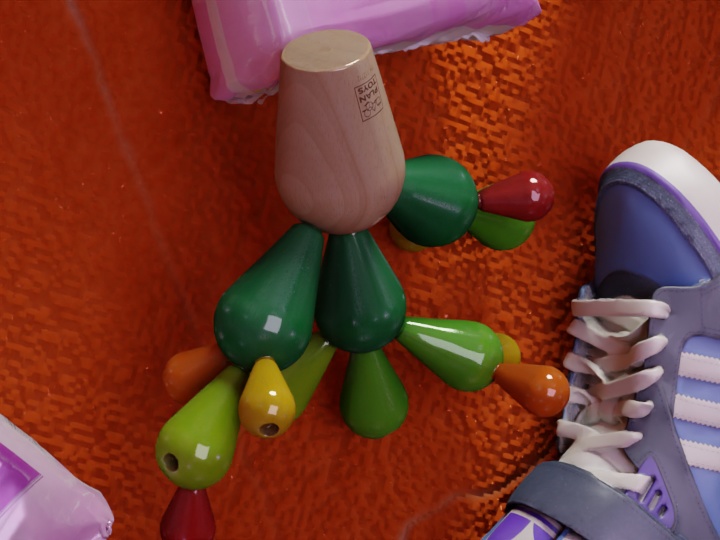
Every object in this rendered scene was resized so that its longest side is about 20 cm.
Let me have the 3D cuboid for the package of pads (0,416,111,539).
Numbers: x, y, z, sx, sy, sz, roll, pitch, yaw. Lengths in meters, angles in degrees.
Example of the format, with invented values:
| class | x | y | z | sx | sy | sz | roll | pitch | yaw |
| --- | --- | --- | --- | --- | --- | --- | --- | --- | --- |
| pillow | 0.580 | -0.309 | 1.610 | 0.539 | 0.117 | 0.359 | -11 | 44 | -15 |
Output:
| class | x | y | z | sx | sy | sz | roll | pitch | yaw |
| --- | --- | --- | --- | --- | --- | --- | --- | --- | --- |
| package of pads | -0.189 | 0.064 | 0.593 | 0.200 | 0.076 | 0.121 | 42 | 74 | -20 |

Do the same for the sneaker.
| class | x | y | z | sx | sy | sz | roll | pitch | yaw |
| --- | --- | --- | --- | --- | --- | --- | --- | --- | --- |
| sneaker | 0.097 | 0.066 | 0.738 | 0.146 | 0.080 | 0.201 | -25 | 106 | -28 |

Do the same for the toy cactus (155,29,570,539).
| class | x | y | z | sx | sy | sz | roll | pitch | yaw |
| --- | --- | --- | --- | --- | --- | --- | --- | --- | --- |
| toy cactus | 0.000 | 0.000 | 0.666 | 0.199 | 0.102 | 0.166 | -29 | 129 | -28 |

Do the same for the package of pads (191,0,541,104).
| class | x | y | z | sx | sy | sz | roll | pitch | yaw |
| --- | --- | --- | --- | --- | --- | --- | --- | --- | --- |
| package of pads | -0.017 | -0.170 | 0.688 | 0.120 | 0.076 | 0.201 | -17 | 97 | -26 |
